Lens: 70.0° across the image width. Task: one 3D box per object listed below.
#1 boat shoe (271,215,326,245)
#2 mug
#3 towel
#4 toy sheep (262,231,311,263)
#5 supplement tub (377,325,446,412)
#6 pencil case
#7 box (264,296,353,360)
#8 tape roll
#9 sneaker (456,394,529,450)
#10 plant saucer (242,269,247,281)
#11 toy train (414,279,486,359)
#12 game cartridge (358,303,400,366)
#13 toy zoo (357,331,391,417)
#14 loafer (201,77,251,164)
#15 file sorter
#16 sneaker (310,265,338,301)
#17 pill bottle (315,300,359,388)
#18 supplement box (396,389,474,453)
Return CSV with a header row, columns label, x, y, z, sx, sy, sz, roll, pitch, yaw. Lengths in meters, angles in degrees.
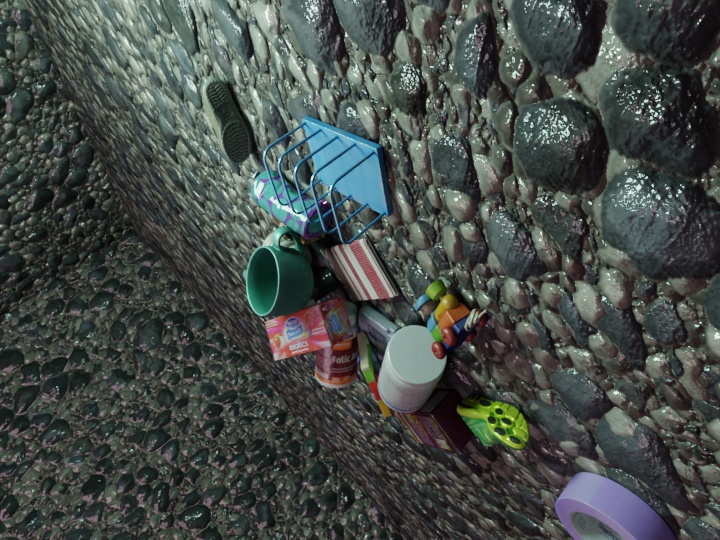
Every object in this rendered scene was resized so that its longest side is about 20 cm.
label,x,y,z,sx,sy,sz,roll,pitch,yaw
boat shoe,-0.162,-0.109,1.215,0.198,0.072,0.077,21,142,49
mug,-0.167,0.015,1.155,0.185,0.113,0.154,-46,55,38
towel,0.000,0.000,1.146,0.146,0.023,0.199,59,153,-11
toy sheep,-0.188,-0.029,1.301,0.199,0.137,0.140,38,154,39
supplement tub,0.109,0.220,1.126,0.132,0.131,0.201,41,153,19
pencil case,-0.155,-0.149,1.131,0.199,0.093,0.085,35,-175,29
box,-0.126,0.141,1.233,0.197,0.095,0.102,-19,86,37
tape roll,0.459,0.468,0.933,0.199,0.065,0.202,41,154,24
sneaker,0.275,0.313,1.039,0.085,0.073,0.199,60,164,-15
plant saucer,-0.221,0.043,1.381,0.199,0.039,0.201,34,-171,-6
toy train,0.158,0.063,0.896,0.117,0.083,0.201,56,159,21
game cartridge,0.053,0.175,1.279,0.132,0.041,0.202,30,148,33
toy zoo,0.040,0.267,1.274,0.132,0.020,0.203,-97,-14,-59
loafer,-0.304,-0.339,1.164,0.070,0.074,0.203,42,152,46
file sorter,-0.061,-0.159,0.908,0.198,0.122,0.141,32,149,37
sneaker,-0.140,0.035,1.356,0.077,0.091,0.199,57,157,-20
pill bottle,-0.059,0.188,1.328,0.113,0.113,0.205,26,121,43
supplement box,0.181,0.357,1.241,0.111,0.085,0.199,53,156,-4
